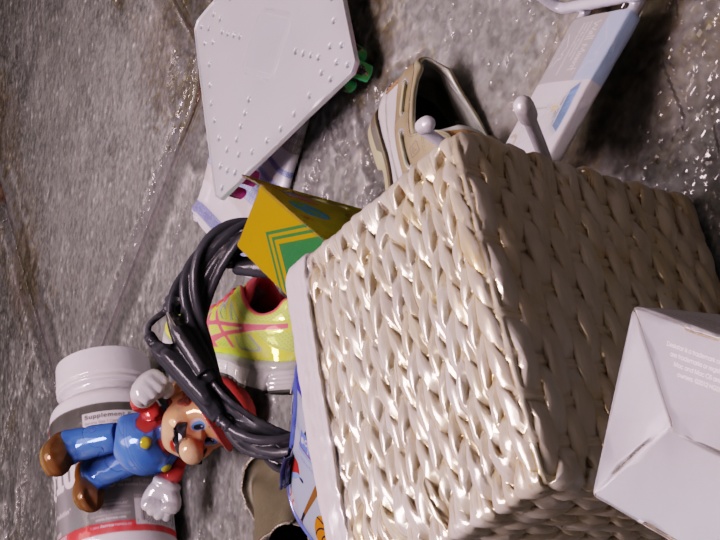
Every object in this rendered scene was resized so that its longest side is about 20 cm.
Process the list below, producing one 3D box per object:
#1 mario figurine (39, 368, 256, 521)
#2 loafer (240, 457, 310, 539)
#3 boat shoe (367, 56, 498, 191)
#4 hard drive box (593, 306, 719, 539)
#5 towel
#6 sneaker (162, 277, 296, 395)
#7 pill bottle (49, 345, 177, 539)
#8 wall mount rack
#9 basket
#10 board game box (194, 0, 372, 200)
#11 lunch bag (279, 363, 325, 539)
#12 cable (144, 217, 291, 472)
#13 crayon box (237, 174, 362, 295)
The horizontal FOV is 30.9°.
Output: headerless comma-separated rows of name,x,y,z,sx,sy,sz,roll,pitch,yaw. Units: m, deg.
mario figurine,-0.181,0.155,1.131,0.198,0.123,0.107,-24,69,17
loafer,-0.050,0.196,0.995,0.200,0.069,0.076,38,117,54
boat shoe,0.056,-0.065,0.866,0.069,0.074,0.201,-66,35,36
hard drive box,0.212,0.073,0.469,0.155,0.198,0.078,24,105,58
towel,-0.097,-0.109,1.173,0.147,0.024,0.202,45,122,51
sneaker,-0.096,0.046,1.100,0.199,0.078,0.092,11,94,47
pill bottle,-0.244,0.185,1.272,0.114,0.113,0.202,-42,50,47
wall mount rack,0.106,-0.119,0.723,0.201,0.074,0.174,-61,18,-6
basket,0.089,0.059,0.681,0.161,0.196,0.202,-42,50,41
board game box,-0.071,-0.190,1.110,0.200,0.026,0.202,-38,51,39
lunch bag,0.017,0.138,0.861,0.200,0.075,0.162,42,135,44
cable,-0.061,0.056,0.998,0.163,0.051,0.200,-45,73,-1
crayon box,0.000,0.000,0.895,0.200,0.126,0.051,41,112,54
